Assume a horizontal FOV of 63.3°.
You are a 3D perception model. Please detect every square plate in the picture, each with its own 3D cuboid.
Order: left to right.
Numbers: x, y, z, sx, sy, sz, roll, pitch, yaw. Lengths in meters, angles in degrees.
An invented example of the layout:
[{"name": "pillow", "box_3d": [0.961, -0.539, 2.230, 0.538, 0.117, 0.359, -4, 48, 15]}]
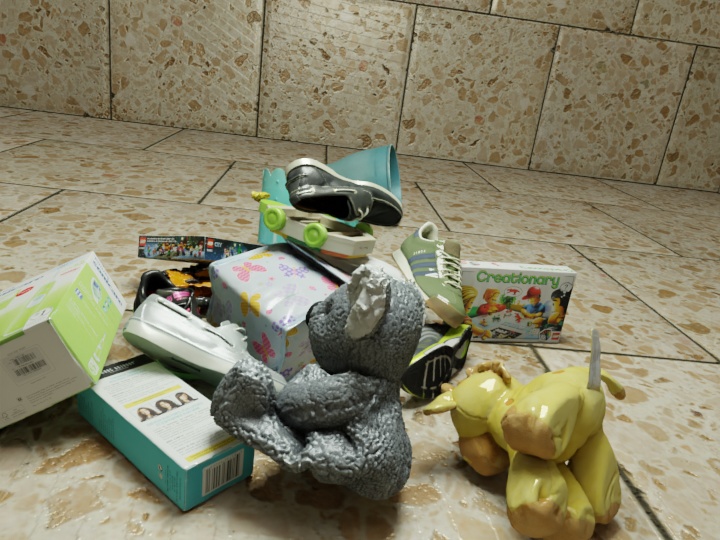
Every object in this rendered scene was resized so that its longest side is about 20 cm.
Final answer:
[{"name": "square plate", "box_3d": [0.000, 0.000, 0.942, 0.200, 0.028, 0.198, 22, -8, 21]}]

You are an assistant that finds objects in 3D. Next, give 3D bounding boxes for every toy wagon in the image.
[{"name": "toy wagon", "box_3d": [-0.077, -0.069, 0.855, 0.200, 0.040, 0.155, 22, 13, 24]}]

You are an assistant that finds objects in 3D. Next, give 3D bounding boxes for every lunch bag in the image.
[{"name": "lunch bag", "box_3d": [-0.084, 0.038, 0.807, 0.170, 0.127, 0.200, 35, 37, 32]}]

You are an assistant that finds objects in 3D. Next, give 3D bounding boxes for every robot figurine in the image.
[{"name": "robot figurine", "box_3d": [-0.218, 0.034, 0.917, 0.200, 0.058, 0.145, -1, 21, -25]}]

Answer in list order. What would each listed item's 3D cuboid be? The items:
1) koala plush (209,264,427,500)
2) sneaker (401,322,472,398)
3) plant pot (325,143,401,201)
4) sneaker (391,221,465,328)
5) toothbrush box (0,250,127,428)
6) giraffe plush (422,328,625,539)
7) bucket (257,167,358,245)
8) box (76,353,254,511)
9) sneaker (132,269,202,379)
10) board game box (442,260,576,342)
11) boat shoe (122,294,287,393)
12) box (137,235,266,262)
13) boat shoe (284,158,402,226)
[{"name": "koala plush", "box_3d": [-0.003, 0.091, 0.567, 0.184, 0.200, 0.177, 24, -2, 25]}, {"name": "sneaker", "box_3d": [0.088, 0.117, 0.800, 0.081, 0.074, 0.200, 10, 11, 26]}, {"name": "plant pot", "box_3d": [0.002, -0.223, 1.548, 0.188, 0.200, 0.200, -5, 17, 11]}, {"name": "sneaker", "box_3d": [0.116, -0.006, 0.871, 0.067, 0.090, 0.200, 32, 15, -33]}, {"name": "toothbrush box", "box_3d": [-0.356, 0.073, 0.636, 0.146, 0.086, 0.200, -24, 23, -3]}, {"name": "giraffe plush", "box_3d": [0.156, 0.157, 0.594, 0.162, 0.200, 0.173, -6, -28, 46]}, {"name": "bucket", "box_3d": [-0.092, -0.104, 1.073, 0.207, 0.135, 0.207, 8, 4, -1]}, {"name": "box", "box_3d": [-0.203, 0.155, 0.595, 0.200, 0.049, 0.082, 22, 24, 35]}, {"name": "sneaker", "box_3d": [-0.239, 0.067, 0.753, 0.077, 0.084, 0.200, -22, 46, -41]}, {"name": "board game box", "box_3d": [0.237, 0.052, 0.937, 0.200, 0.126, 0.035, 2, 20, -13]}, {"name": "boat shoe", "box_3d": [-0.165, 0.088, 0.672, 0.201, 0.070, 0.072, 28, 60, -10]}, {"name": "box", "box_3d": [-0.250, -0.031, 0.987, 0.136, 0.038, 0.200, 3, -2, 25]}, {"name": "boat shoe", "box_3d": [-0.019, -0.094, 0.844, 0.200, 0.072, 0.068, 16, 48, -36]}]
